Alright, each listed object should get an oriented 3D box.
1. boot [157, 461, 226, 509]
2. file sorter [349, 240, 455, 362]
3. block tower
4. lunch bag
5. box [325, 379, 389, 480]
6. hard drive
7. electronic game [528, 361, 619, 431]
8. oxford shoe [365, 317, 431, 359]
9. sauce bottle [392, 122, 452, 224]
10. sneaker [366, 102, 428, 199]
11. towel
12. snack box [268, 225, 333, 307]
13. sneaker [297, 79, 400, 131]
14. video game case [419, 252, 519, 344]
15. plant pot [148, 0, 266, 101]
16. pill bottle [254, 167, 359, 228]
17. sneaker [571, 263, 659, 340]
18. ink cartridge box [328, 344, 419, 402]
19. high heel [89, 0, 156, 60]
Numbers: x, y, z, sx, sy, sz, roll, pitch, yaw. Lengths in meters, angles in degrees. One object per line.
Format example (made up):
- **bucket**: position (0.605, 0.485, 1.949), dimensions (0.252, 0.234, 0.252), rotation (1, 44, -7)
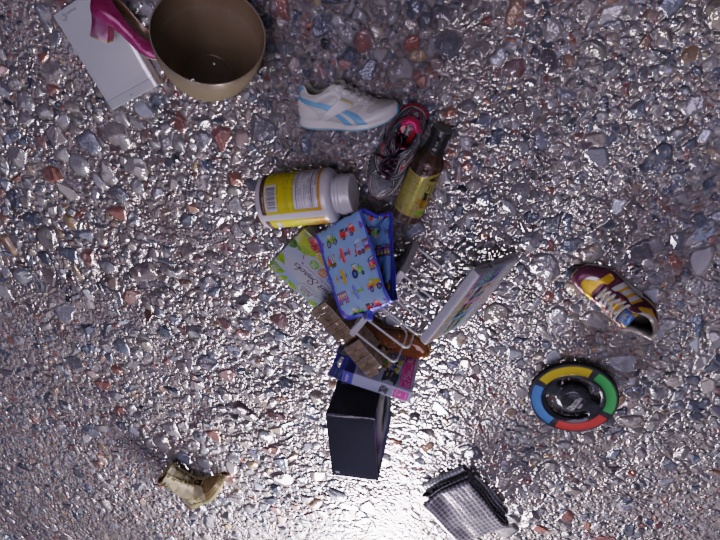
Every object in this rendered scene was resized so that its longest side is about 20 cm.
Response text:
- **boot**: position (-0.508, 0.630, 1.860), dimensions (0.155, 0.073, 0.199), rotation (42, 127, -16)
- **file sorter**: position (0.093, 0.070, 1.312), dimensions (0.124, 0.139, 0.201), rotation (36, 123, -3)
- **block tower**: position (-0.020, 0.141, 1.368), dimensions (0.054, 0.058, 0.201), rotation (-33, 103, 34)
- **lunch bag**: position (0.000, 0.000, 1.243), dimensions (0.149, 0.093, 0.204), rotation (-23, 71, 45)
- **box**: position (0.002, 0.352, 1.479), dimensions (0.121, 0.199, 0.203), rotation (4, 123, 12)
- **hard drive**: position (-0.500, -0.439, 1.232), dimensions (0.130, 0.027, 0.202), rotation (-17, 115, 23)
- **electronic game**: position (0.482, 0.288, 1.408), dimensions (0.196, 0.042, 0.203), rotation (7, 122, 11)
- **oxford shoe**: position (0.068, 0.167, 1.427), dimensions (0.196, 0.072, 0.072), rotation (19, 123, 1)
- **sauce bottle**: position (0.121, -0.185, 1.199), dimensions (0.064, 0.065, 0.202), rotation (22, 125, 0)
- **sneaker**: position (0.061, -0.223, 1.187), dimensions (0.079, 0.075, 0.202), rotation (25, 124, -1)
- **towel**: position (0.274, 0.624, 1.642), dimensions (0.164, 0.086, 0.200), rotation (-33, 108, 28)
- **snack box**: position (-0.086, 0.004, 1.377), dimensions (0.199, 0.053, 0.142), rotation (41, 123, -12)
- **sneaker**: position (-0.024, -0.310, 1.156), dimensions (0.196, 0.077, 0.082), rotation (2, 120, 11)
- **video game case**: position (0.222, 0.055, 1.260), dimensions (0.024, 0.181, 0.201), rotation (47, 126, 20)
- **plant pot**: position (-0.274, -0.388, 1.126), dimensions (0.198, 0.203, 0.135), rotation (27, 159, -3)
- **pill bottle**: position (-0.106, -0.147, 1.256), dimensions (0.196, 0.110, 0.111), rotation (-3, 120, 17)
- **sneaker**: position (0.510, 0.061, 1.231), dimensions (0.197, 0.091, 0.076), rotation (28, 124, -4)
- **ink cartridge box**: position (0.033, 0.225, 1.441), dimensions (0.196, 0.120, 0.043), rotation (15, 124, 5)
- **high heel**: position (-0.408, -0.461, 1.168), dimensions (0.196, 0.068, 0.097), rotation (18, 116, -5)
